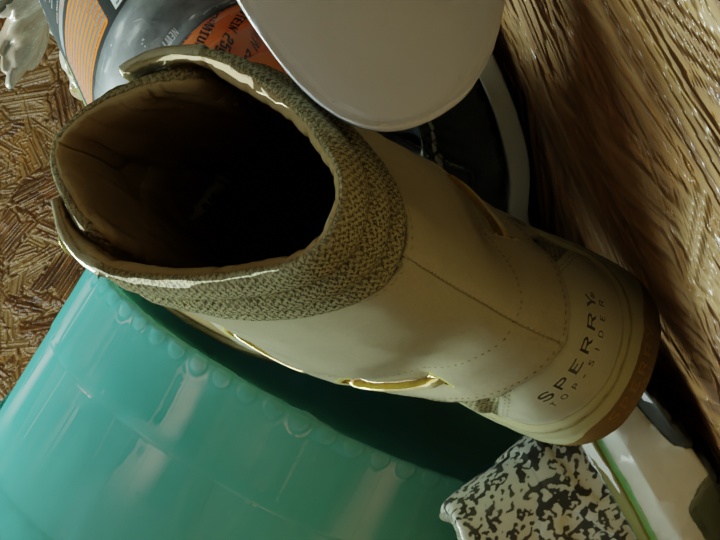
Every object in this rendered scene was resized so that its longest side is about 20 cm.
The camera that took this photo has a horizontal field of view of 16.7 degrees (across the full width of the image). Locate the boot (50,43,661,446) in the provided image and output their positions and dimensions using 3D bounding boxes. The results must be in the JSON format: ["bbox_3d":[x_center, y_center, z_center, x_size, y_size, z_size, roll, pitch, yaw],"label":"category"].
[{"bbox_3d":[-0.035,-0.016,0.670,0.200,0.073,0.155,22,179,41],"label":"boot"}]

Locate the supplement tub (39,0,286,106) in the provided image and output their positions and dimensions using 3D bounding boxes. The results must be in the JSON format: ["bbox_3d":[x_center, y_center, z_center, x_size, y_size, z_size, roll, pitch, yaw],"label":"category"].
[{"bbox_3d":[-0.051,-0.091,0.931,0.123,0.122,0.200,66,177,-34],"label":"supplement tub"}]

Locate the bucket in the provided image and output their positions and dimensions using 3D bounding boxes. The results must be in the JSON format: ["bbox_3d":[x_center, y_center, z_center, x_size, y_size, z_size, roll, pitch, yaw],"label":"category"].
[{"bbox_3d":[-0.038,0.088,0.830,0.206,0.135,0.207,26,-171,-5],"label":"bucket"}]

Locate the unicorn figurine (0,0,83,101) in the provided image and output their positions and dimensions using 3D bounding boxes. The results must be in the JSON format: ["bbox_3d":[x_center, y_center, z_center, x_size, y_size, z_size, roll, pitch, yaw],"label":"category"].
[{"bbox_3d":[-0.090,-0.148,1.084,0.200,0.073,0.138,-35,-59,-64],"label":"unicorn figurine"}]

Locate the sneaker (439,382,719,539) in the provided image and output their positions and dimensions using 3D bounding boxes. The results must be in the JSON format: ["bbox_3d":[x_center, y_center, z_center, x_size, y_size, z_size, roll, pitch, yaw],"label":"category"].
[{"bbox_3d":[0.069,0.099,0.773,0.077,0.088,0.200,61,176,40],"label":"sneaker"}]

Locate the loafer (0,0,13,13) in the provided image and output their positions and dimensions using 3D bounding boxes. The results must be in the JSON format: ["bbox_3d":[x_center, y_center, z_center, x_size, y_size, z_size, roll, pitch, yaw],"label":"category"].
[{"bbox_3d":[-0.136,-0.184,0.943,0.068,0.201,0.076,24,-169,-28],"label":"loafer"}]

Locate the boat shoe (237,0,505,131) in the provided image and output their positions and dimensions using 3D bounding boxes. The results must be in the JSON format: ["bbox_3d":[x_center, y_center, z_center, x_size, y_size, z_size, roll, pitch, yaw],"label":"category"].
[{"bbox_3d":[-0.021,-0.127,0.595,0.068,0.071,0.201,132,115,-85],"label":"boat shoe"}]

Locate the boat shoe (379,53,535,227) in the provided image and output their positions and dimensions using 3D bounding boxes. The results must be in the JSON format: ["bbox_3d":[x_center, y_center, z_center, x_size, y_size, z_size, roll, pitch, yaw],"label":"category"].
[{"bbox_3d":[0.018,-0.036,0.788,0.076,0.060,0.200,62,176,36],"label":"boat shoe"}]
